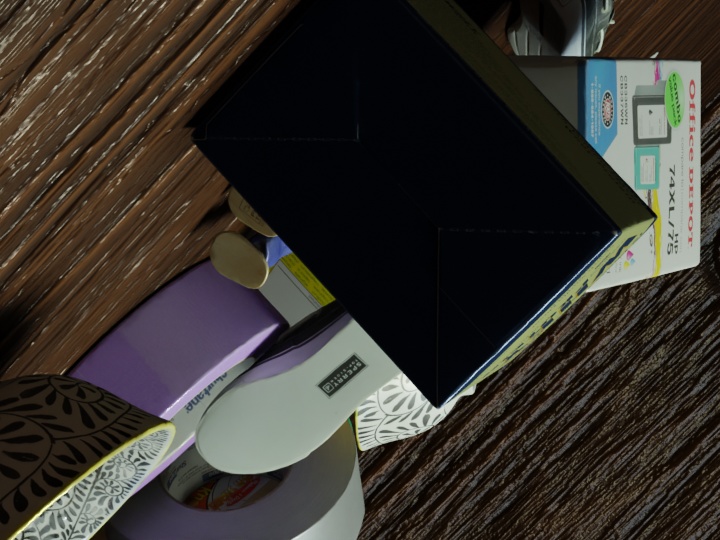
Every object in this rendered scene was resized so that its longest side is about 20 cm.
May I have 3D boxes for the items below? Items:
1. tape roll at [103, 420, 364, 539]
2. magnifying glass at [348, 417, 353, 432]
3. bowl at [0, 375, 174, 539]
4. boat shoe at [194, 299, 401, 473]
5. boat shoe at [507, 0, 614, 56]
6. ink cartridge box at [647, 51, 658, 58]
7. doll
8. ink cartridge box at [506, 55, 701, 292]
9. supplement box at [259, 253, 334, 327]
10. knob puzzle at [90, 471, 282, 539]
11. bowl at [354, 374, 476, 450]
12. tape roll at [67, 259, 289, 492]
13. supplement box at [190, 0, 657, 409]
[{"bbox_3d":[-0.098,0.167,1.605,0.200,0.199,0.067,-39,139,-32],"label":"tape roll"},{"bbox_3d":[-0.102,0.155,1.731,0.198,0.080,0.023,-17,130,-2],"label":"magnifying glass"},{"bbox_3d":[-0.204,0.119,1.150,0.201,0.094,0.201,-43,171,-8],"label":"bowl"},{"bbox_3d":[-0.027,0.067,1.443,0.199,0.071,0.064,-34,-160,18],"label":"boat shoe"},{"bbox_3d":[0.155,-0.181,1.547,0.071,0.072,0.200,-38,169,-8],"label":"boat shoe"},{"bbox_3d":[0.189,-0.081,1.727,0.200,0.068,0.115,-41,171,-37],"label":"ink cartridge box"},{"bbox_3d":[-0.019,-0.058,1.376,0.200,0.048,0.137,-35,151,-56],"label":"doll"},{"bbox_3d":[0.125,-0.069,1.412,0.145,0.148,0.199,2,-174,29],"label":"ink cartridge box"},{"bbox_3d":[0.000,0.000,1.571,0.109,0.109,0.200,-36,169,-43],"label":"supplement box"},{"bbox_3d":[-0.125,0.191,1.657,0.219,0.219,0.031,-39,138,-32],"label":"knob puzzle"},{"bbox_3d":[0.054,0.057,1.815,0.201,0.093,0.203,5,90,-84],"label":"bowl"},{"bbox_3d":[-0.141,0.082,1.449,0.200,0.066,0.200,-42,172,-7],"label":"tape roll"},{"bbox_3d":[0.043,-0.051,1.182,0.134,0.200,0.200,-44,174,13],"label":"supplement box"}]
